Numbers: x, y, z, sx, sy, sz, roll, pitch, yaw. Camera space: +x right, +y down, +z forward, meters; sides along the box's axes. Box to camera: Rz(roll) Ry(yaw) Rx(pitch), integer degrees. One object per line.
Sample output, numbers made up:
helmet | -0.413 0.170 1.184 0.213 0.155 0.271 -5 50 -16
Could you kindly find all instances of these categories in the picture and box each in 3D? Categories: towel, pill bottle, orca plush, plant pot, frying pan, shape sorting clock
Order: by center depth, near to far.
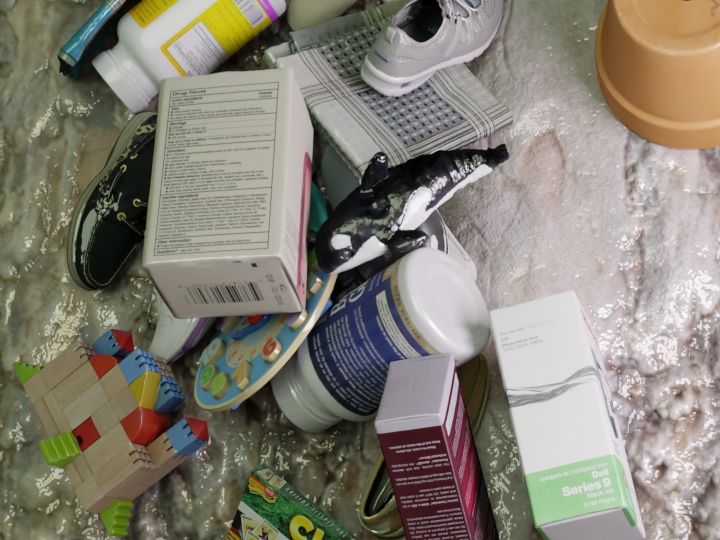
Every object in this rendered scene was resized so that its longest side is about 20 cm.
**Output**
orca plush | 0.039 -0.075 1.445 0.200 0.071 0.105 -24 35 7
pill bottle | 0.012 0.071 1.474 0.200 0.111 0.111 -34 61 33
plant pot | 0.314 -0.234 1.514 0.200 0.140 0.201 -6 68 15
shape sorting clock | -0.092 0.049 1.522 0.039 0.200 0.200 40 83 -17
frying pan | -0.001 -0.017 1.538 0.190 0.031 0.115 -8 88 31
towel | 0.027 -0.186 1.591 0.192 0.035 0.200 -25 61 -26
pill bottle | -0.183 -0.255 1.686 0.200 0.104 0.104 -39 65 -1
towel | -0.248 -0.287 1.704 0.022 0.147 0.200 42 84 -7

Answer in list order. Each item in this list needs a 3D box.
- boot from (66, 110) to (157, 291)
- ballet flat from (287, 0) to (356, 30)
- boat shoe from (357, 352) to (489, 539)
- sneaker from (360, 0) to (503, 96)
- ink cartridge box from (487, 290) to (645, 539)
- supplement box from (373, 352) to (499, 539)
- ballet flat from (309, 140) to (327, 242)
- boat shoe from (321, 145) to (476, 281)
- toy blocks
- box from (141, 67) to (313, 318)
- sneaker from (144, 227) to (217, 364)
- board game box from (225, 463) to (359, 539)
boot | -0.203 -0.068 1.617 0.153 0.073 0.204 9 68 39
ballet flat | -0.005 -0.332 1.684 0.200 0.069 0.069 -41 65 -1
boat shoe | 0.059 0.153 1.479 0.072 0.076 0.200 21 77 22
sneaker | 0.084 -0.246 1.586 0.075 0.082 0.200 36 52 13
ink cartridge box | 0.182 0.136 1.410 0.084 0.146 0.200 -15 67 11
supplement box | 0.069 0.186 1.388 0.061 0.200 0.109 -10 23 14
ballet flat | -0.074 -0.081 1.584 0.074 0.074 0.200 -17 36 10
boat shoe | 0.041 -0.052 1.570 0.200 0.070 0.071 48 130 23
toy blocks | -0.234 0.134 1.544 0.137 0.100 0.200 -38 64 12
box | -0.116 -0.069 1.452 0.128 0.109 0.200 -3 61 10
sneaker | -0.174 -0.002 1.574 0.099 0.075 0.200 27 108 5
board game box | -0.037 0.275 1.461 0.200 0.023 0.105 35 118 25
